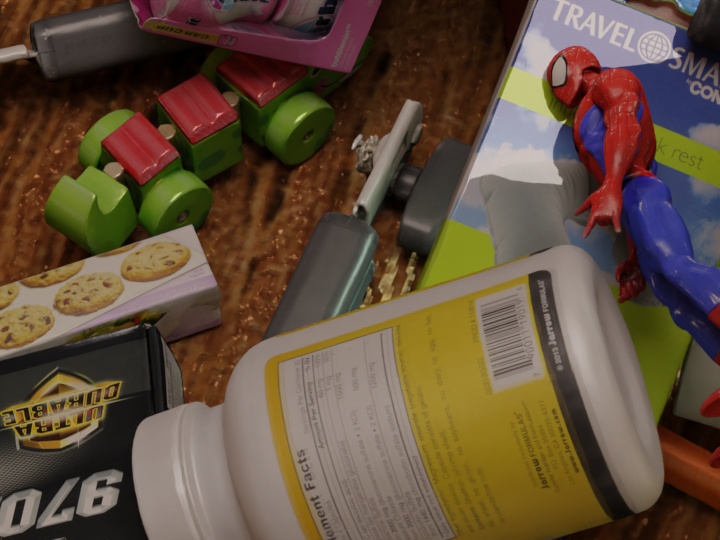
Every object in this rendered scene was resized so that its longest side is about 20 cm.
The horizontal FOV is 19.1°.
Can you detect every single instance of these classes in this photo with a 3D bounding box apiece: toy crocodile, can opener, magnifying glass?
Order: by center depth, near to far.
[{"bbox_3d":[0.112,0.068,0.996,0.200,0.080,0.022,30,58,5],"label":"magnifying glass"},{"bbox_3d":[0.000,0.000,1.042,0.066,0.053,0.200,23,61,12],"label":"can opener"},{"bbox_3d":[-0.077,-0.075,1.082,0.200,0.062,0.068,-36,65,-21],"label":"toy crocodile"},{"bbox_3d":[-0.158,-0.133,1.111,0.199,0.053,0.067,-15,100,-10],"label":"can opener"}]

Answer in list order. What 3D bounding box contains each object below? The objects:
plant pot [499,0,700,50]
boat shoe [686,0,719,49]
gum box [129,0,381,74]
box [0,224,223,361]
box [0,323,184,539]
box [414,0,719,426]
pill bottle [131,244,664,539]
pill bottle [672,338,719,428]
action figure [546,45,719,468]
[{"bbox_3d":[0.163,-0.153,1.069,0.199,0.200,0.177,3,72,1],"label":"plant pot"},{"bbox_3d":[0.185,-0.183,0.943,0.068,0.072,0.200,13,73,7],"label":"boat shoe"},{"bbox_3d":[-0.066,-0.183,1.093,0.113,0.066,0.200,8,35,-24],"label":"gum box"},{"bbox_3d":[-0.165,0.032,1.027,0.200,0.039,0.042,-18,58,-11],"label":"box"},{"bbox_3d":[-0.171,0.120,0.935,0.199,0.046,0.159,-14,53,8],"label":"box"},{"bbox_3d":[0.107,-0.037,0.946,0.122,0.048,0.200,22,85,-1],"label":"box"},{"bbox_3d":[0.014,0.069,0.871,0.200,0.112,0.112,-18,57,13],"label":"pill bottle"},{"bbox_3d":[0.249,0.051,0.979,0.199,0.112,0.112,14,59,9],"label":"pill bottle"},{"bbox_3d":[0.116,-0.017,0.863,0.052,0.065,0.200,-21,53,6],"label":"action figure"}]
